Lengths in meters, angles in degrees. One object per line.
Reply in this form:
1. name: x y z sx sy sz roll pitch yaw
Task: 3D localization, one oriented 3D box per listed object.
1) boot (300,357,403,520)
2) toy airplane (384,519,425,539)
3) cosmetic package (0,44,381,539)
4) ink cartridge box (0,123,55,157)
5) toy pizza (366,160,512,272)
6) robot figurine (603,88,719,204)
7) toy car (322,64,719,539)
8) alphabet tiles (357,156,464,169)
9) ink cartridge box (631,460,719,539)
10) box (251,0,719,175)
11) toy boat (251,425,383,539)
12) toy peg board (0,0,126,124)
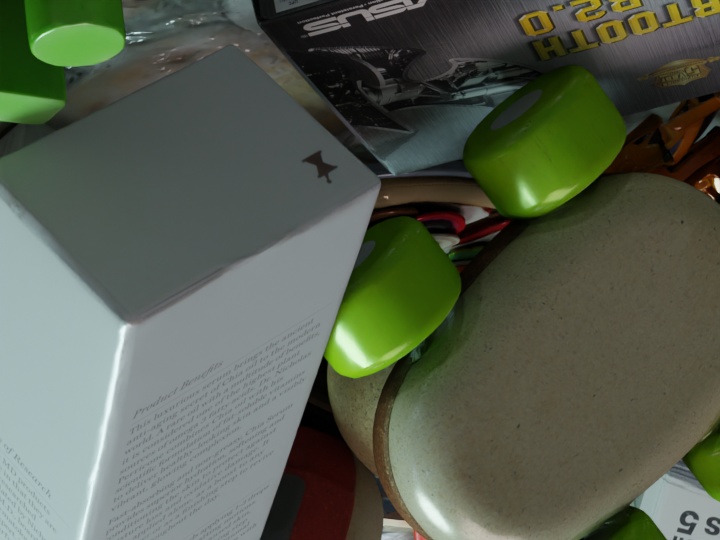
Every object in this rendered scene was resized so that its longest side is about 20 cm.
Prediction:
1. boot: -0.023 0.037 0.833 0.199 0.097 0.075 27 142 -26
2. toy airplane: 0.051 0.098 0.977 0.200 0.142 0.199 38 122 -25
3. cosmetic package: -0.072 0.036 0.624 0.101 0.071 0.201 -31 154 -36
4. ink cartridge box: -0.177 0.041 0.794 0.068 0.116 0.200 33 132 -27
5. toy pizza: 0.000 0.000 0.928 0.199 0.032 0.200 -9 161 -3
6. robot figurine: 0.123 -0.028 0.801 0.200 0.058 0.145 -43 -173 39
7. toy car: 0.049 0.031 0.741 0.158 0.165 0.200 -42 -165 -14
8. alphabet tiles: -0.014 -0.016 0.934 0.199 0.006 0.166 -22 158 33
9. ink cartridge box: 0.199 0.078 0.872 0.145 0.201 0.084 14 -171 -8
10. box: 0.078 -0.102 0.669 0.199 0.049 0.158 -14 160 13
11. toy boat: -0.093 0.125 0.779 0.130 0.131 0.200 34 138 -22
12. toy peg board: -0.167 -0.085 0.527 0.198 0.098 0.200 4 156 -35
